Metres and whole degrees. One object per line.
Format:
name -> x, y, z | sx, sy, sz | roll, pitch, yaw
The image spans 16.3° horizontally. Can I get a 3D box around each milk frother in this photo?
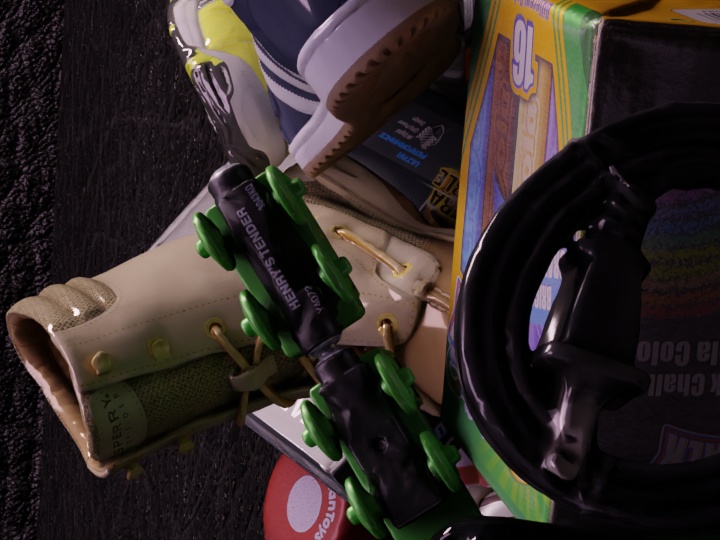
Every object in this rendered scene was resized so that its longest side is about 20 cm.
milk frother -> 0.134, 0.010, 0.468 | 0.188, 0.199, 0.181 | 110, 161, -53

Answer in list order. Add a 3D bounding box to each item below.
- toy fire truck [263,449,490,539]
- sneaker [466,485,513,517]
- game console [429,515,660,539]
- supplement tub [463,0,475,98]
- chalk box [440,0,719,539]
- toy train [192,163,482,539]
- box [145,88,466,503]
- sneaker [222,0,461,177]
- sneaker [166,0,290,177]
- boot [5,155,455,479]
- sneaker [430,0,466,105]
toy fire truck -> 0.047, 0.051, 1.087 | 0.168, 0.112, 0.201 | -34, 51, 42
sneaker -> 0.106, 0.156, 0.867 | 0.201, 0.115, 0.076 | 64, -153, -10
game console -> 0.082, 0.182, 0.744 | 0.200, 0.175, 0.117 | 111, 165, -47
supplement tub -> 0.088, -0.108, 0.872 | 0.107, 0.106, 0.201 | 155, 114, -75
chalk box -> 0.100, 0.014, 0.773 | 0.124, 0.124, 0.201 | -130, 43, -70
toy train -> 0.007, 0.053, 0.815 | 0.201, 0.042, 0.056 | 60, -174, 9
box -> 0.000, 0.000, 1.047 | 0.159, 0.046, 0.200 | -48, 37, -7
sneaker -> -0.023, -0.100, 0.869 | 0.109, 0.070, 0.200 | 49, 174, 3
sneaker -> -0.026, -0.097, 1.027 | 0.200, 0.076, 0.076 | -77, -35, -68
boot -> -0.025, 0.033, 0.895 | 0.200, 0.155, 0.073 | 37, 143, 47
sneaker -> 0.060, -0.116, 1.080 | 0.200, 0.081, 0.076 | 5, -108, -84
